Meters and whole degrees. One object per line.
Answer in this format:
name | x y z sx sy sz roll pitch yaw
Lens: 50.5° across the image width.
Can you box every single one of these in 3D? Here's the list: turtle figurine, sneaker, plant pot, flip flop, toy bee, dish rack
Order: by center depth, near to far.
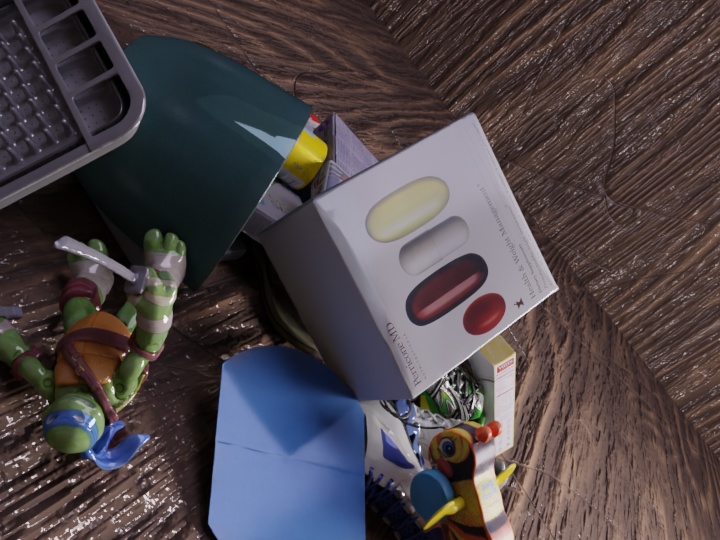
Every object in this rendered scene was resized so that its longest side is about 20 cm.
turtle figurine | -0.196 0.015 0.535 0.200 0.143 0.195 46 17 -21
dish rack | -0.272 -0.125 0.578 0.173 0.198 0.044 57 -11 16
plant pot | -0.162 -0.110 0.688 0.160 0.201 0.202 34 25 -14
toy bee | 0.092 0.189 0.702 0.201 0.108 0.131 52 42 -3
sneaker | 0.023 0.217 0.761 0.114 0.080 0.202 -5 65 -48
flip flop | -0.075 0.018 0.892 0.081 0.057 0.202 25 33 -48
sneaker | 0.095 0.195 0.905 0.200 0.092 0.076 47 22 -8
sneaker | 0.110 0.134 0.931 0.079 0.084 0.201 -63 147 -30

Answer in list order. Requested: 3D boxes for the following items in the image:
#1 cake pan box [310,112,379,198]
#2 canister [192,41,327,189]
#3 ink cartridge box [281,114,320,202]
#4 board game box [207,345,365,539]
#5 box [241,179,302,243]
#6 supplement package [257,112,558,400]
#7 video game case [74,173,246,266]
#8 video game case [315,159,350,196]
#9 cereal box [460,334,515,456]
cake pan box | 0.004 -0.111 1.099 0.184 0.052 0.202 45 25 -32
canister | -0.151 -0.200 1.008 0.199 0.087 0.148 35 2 -37
ink cartridge box | -0.092 -0.186 1.175 0.202 0.067 0.116 58 22 18
board game box | -0.067 0.169 0.670 0.156 0.039 0.204 22 53 -33
box | -0.121 -0.081 0.918 0.143 0.037 0.200 34 11 -26
supplement package | 0.045 -0.009 0.737 0.198 0.146 0.194 -31 96 -27
video game case | -0.225 -0.091 0.812 0.202 0.024 0.181 56 22 9
video game case | 0.027 -0.029 0.892 0.199 0.023 0.183 38 24 -17
cereal box | 0.148 0.132 1.005 0.144 0.039 0.202 52 -20 43
